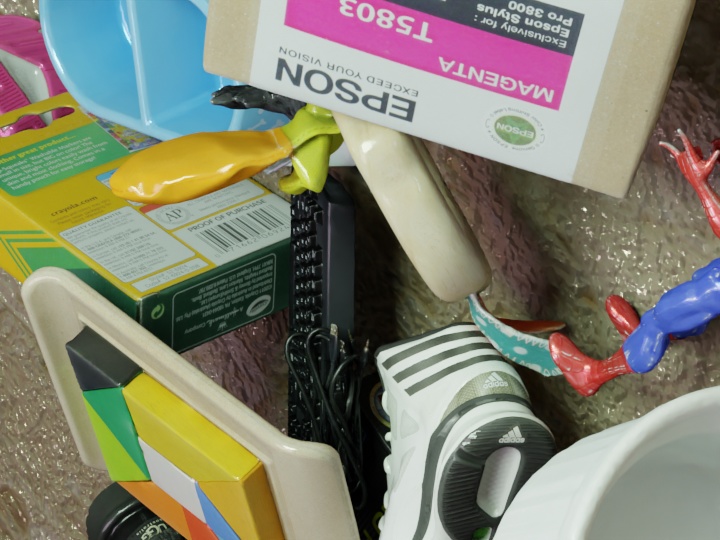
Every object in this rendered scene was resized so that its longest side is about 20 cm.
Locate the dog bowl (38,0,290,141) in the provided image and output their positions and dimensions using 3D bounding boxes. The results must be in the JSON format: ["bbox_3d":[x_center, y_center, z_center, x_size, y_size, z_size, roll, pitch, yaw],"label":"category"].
[{"bbox_3d":[-0.100,-0.121,1.443,0.200,0.050,0.112,22,126,47],"label":"dog bowl"}]

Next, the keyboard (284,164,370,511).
[{"bbox_3d":[-0.030,0.047,1.414,0.104,0.040,0.200,-142,47,-60],"label":"keyboard"}]

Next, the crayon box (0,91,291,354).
[{"bbox_3d":[-0.132,-0.029,1.515,0.200,0.126,0.052,35,134,38],"label":"crayon box"}]

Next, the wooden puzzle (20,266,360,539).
[{"bbox_3d":[-0.087,0.101,1.416,0.200,0.037,0.185,30,153,27],"label":"wooden puzzle"}]

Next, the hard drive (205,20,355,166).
[{"bbox_3d":[-0.055,-0.153,1.432,0.132,0.027,0.200,3,111,52],"label":"hard drive"}]

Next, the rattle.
[{"bbox_3d":[0.000,0.000,1.282,0.130,0.143,0.200,43,168,44],"label":"rattle"}]

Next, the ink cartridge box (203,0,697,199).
[{"bbox_3d":[0.042,-0.131,1.144,0.200,0.075,0.165,16,142,5],"label":"ink cartridge box"}]

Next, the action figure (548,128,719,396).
[{"bbox_3d":[0.146,-0.015,1.207,0.200,0.065,0.099,-26,97,55],"label":"action figure"}]

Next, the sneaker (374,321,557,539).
[{"bbox_3d":[0.040,0.107,1.378,0.115,0.076,0.201,-108,28,-44],"label":"sneaker"}]

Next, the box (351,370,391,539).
[{"bbox_3d":[0.015,0.167,1.499,0.160,0.044,0.200,55,143,17],"label":"box"}]

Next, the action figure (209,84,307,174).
[{"bbox_3d":[-0.013,-0.137,1.313,0.102,0.119,0.200,25,122,50],"label":"action figure"}]

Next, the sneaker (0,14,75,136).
[{"bbox_3d":[-0.188,-0.049,1.626,0.088,0.081,0.200,-48,61,54],"label":"sneaker"}]

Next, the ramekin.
[{"bbox_3d":[0.149,0.153,1.192,0.098,0.200,0.201,-15,96,63],"label":"ramekin"}]

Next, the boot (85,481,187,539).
[{"bbox_3d":[-0.084,0.226,1.567,0.158,0.079,0.211,51,170,38],"label":"boot"}]
